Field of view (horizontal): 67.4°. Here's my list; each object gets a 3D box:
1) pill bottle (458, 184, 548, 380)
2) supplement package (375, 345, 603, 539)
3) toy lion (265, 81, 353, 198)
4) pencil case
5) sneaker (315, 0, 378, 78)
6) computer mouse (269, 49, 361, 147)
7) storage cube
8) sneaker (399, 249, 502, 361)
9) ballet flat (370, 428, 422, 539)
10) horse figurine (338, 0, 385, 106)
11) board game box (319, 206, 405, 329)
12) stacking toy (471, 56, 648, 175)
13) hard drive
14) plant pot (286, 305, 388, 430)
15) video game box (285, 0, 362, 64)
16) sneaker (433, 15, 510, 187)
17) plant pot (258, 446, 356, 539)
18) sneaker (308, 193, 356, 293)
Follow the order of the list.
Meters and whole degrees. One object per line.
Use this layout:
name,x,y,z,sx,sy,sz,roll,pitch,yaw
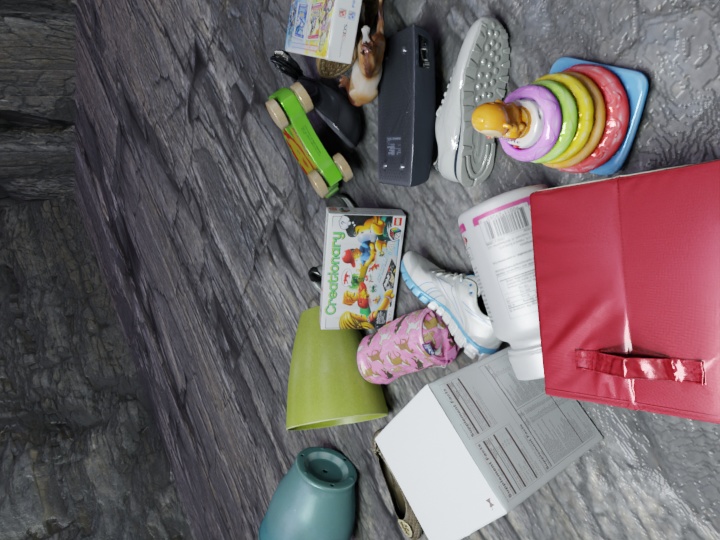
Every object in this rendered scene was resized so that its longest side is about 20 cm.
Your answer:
pill bottle,0.195,0.015,0.630,0.113,0.112,0.205,-24,81,53
supplement package,0.155,0.208,0.670,0.152,0.197,0.153,57,139,24
toy lion,-0.094,-0.213,0.921,0.202,0.068,0.192,59,173,-24
pencil case,0.071,0.124,0.861,0.199,0.082,0.088,-32,33,53
sneaker,-0.021,-0.406,0.843,0.200,0.066,0.092,-49,49,52
computer mouse,-0.057,-0.286,0.896,0.053,0.138,0.201,-43,66,10
storage cube,0.269,0.009,0.464,0.169,0.197,0.185,-4,92,54
sneaker,0.138,0.028,0.761,0.200,0.074,0.088,47,124,27
ballet flat,0.062,0.391,0.982,0.067,0.046,0.205,-23,82,54
horse figurine,0.006,-0.302,0.783,0.200,0.049,0.136,120,150,-69
board game box,0.000,0.000,0.880,0.035,0.123,0.205,-114,26,-64
stacking toy,0.178,-0.147,0.530,0.115,0.197,0.112,34,126,41
hard drive,0.062,-0.224,0.763,0.135,0.041,0.205,-150,58,-68
plant pot,-0.053,0.173,0.985,0.186,0.184,0.205,-33,59,52
video game box,-0.050,-0.403,0.775,0.200,0.046,0.186,45,125,56
sneaker,0.131,-0.213,0.686,0.080,0.075,0.204,40,130,51
plant pot,-0.094,0.482,1.116,0.199,0.197,0.192,31,109,44
sneaker,-0.046,-0.032,0.939,0.075,0.114,0.204,-24,82,53
